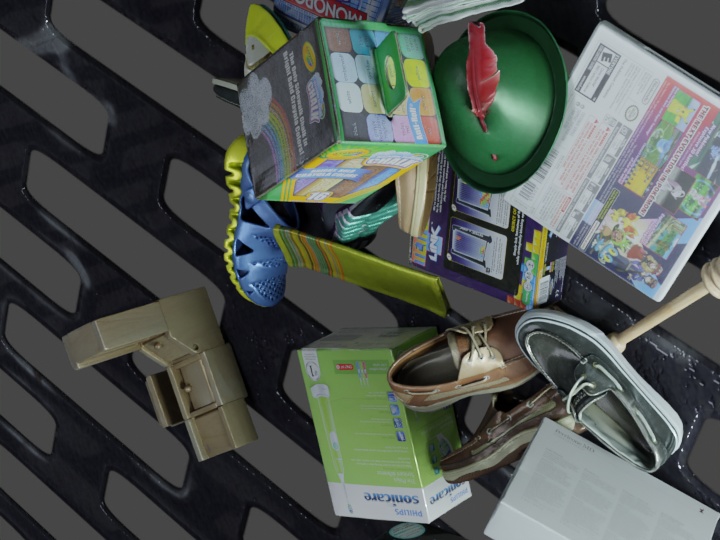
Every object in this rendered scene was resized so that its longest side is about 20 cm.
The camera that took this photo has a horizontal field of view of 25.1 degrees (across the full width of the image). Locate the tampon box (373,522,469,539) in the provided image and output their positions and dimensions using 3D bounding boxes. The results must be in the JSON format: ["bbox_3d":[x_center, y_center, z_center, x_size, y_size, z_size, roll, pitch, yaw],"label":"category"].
[{"bbox_3d":[0.084,0.380,1.779,0.199,0.149,0.128,11,114,39],"label":"tampon box"}]

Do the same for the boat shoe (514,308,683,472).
[{"bbox_3d":[0.229,0.115,1.572,0.199,0.071,0.072,38,125,6],"label":"boat shoe"}]

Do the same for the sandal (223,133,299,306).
[{"bbox_3d":[-0.106,-0.052,1.844,0.086,0.079,0.202,11,115,35],"label":"sandal"}]

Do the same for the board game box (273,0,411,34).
[{"bbox_3d":[-0.019,-0.282,1.687,0.199,0.061,0.202,27,122,32],"label":"board game box"}]

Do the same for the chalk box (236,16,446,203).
[{"bbox_3d":[-0.008,-0.153,1.492,0.199,0.123,0.126,-27,68,51],"label":"chalk box"}]

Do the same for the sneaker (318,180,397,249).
[{"bbox_3d":[-0.008,-0.084,1.716,0.088,0.074,0.200,69,156,12],"label":"sneaker"}]

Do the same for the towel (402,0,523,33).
[{"bbox_3d":[0.133,-0.300,1.461,0.148,0.201,0.031,-7,132,43],"label":"towel"}]

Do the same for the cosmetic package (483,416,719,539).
[{"bbox_3d":[0.235,0.243,1.552,0.199,0.151,0.052,29,128,9],"label":"cosmetic package"}]

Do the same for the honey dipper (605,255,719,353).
[{"bbox_3d":[0.299,0.035,1.534,0.200,0.038,0.038,-39,79,45],"label":"honey dipper"}]

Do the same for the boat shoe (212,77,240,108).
[{"bbox_3d":[-0.088,-0.166,1.784,0.198,0.074,0.067,18,106,26],"label":"boat shoe"}]

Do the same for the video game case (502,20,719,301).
[{"bbox_3d":[0.251,-0.099,1.492,0.181,0.023,0.201,34,119,11],"label":"video game case"}]

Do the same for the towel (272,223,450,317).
[{"bbox_3d":[0.000,0.000,1.742,0.198,0.018,0.086,19,162,21],"label":"towel"}]

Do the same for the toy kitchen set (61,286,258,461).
[{"bbox_3d":[-0.265,0.154,1.991,0.163,0.180,0.202,-24,85,45],"label":"toy kitchen set"}]

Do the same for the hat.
[{"bbox_3d":[0.078,-0.169,1.476,0.166,0.175,0.201,46,123,36],"label":"hat"}]

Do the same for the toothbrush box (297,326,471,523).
[{"bbox_3d":[0.027,0.170,1.798,0.145,0.086,0.202,-4,102,43],"label":"toothbrush box"}]

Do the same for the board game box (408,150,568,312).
[{"bbox_3d":[0.134,-0.079,1.627,0.164,0.056,0.202,23,119,36],"label":"board game box"}]

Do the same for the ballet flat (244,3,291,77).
[{"bbox_3d":[-0.083,-0.205,1.704,0.200,0.067,0.067,52,159,26],"label":"ballet flat"}]

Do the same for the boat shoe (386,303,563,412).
[{"bbox_3d":[0.117,0.088,1.649,0.199,0.072,0.076,-28,62,17],"label":"boat shoe"}]

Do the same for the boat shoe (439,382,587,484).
[{"bbox_3d":[0.159,0.159,1.688,0.201,0.074,0.075,-29,83,33],"label":"boat shoe"}]

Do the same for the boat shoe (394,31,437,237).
[{"bbox_3d":[0.041,-0.134,1.595,0.064,0.071,0.202,1,98,10],"label":"boat shoe"}]
